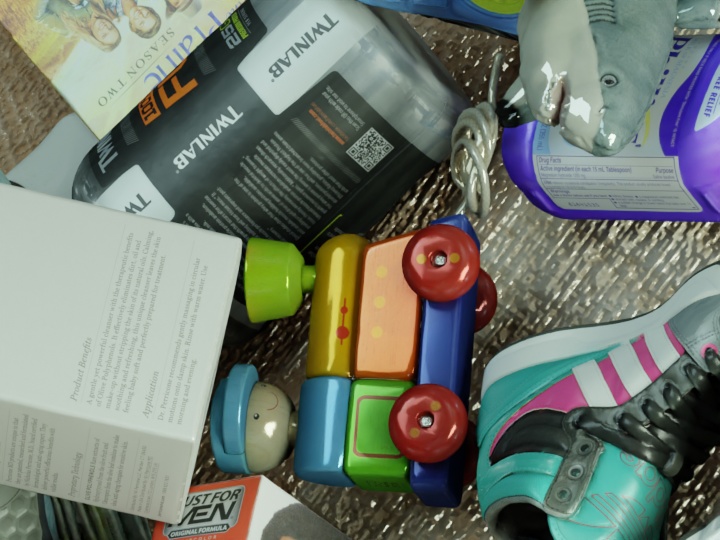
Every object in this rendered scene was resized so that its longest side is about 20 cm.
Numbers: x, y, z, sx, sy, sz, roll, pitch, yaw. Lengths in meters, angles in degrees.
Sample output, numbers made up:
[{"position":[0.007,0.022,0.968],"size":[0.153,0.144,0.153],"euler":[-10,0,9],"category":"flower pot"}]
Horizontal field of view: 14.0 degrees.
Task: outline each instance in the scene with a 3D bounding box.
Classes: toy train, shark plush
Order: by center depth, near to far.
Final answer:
[{"position":[0.132,-0.113,1.273],"size":[0.083,0.091,0.200],"euler":[23,37,32],"category":"shark plush"},{"position":[0.000,0.000,1.293],"size":[0.115,0.085,0.201],"euler":[2,77,9],"category":"toy train"}]

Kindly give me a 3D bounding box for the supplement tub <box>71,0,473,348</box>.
[{"position":[-0.053,-0.049,1.410],"size":[0.200,0.122,0.123],"euler":[-43,41,8],"category":"supplement tub"}]

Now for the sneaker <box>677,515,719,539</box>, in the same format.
[{"position":[0.188,0.103,1.126],"size":[0.086,0.080,0.200],"euler":[39,98,38],"category":"sneaker"}]

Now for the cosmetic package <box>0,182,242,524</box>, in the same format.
[{"position":[-0.159,0.025,1.244],"size":[0.199,0.085,0.108],"euler":[14,58,-1],"category":"cosmetic package"}]

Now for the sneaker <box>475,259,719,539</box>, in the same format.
[{"position":[0.121,0.071,1.188],"size":[0.200,0.084,0.121],"euler":[-23,42,40],"category":"sneaker"}]

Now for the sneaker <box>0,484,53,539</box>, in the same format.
[{"position":[-0.199,0.115,1.376],"size":[0.077,0.203,0.146],"euler":[-32,30,-24],"category":"sneaker"}]

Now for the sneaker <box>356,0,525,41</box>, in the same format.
[{"position":[0.035,-0.146,1.361],"size":[0.083,0.199,0.071],"euler":[-174,101,-77],"category":"sneaker"}]

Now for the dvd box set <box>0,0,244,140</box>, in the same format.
[{"position":[-0.115,-0.151,1.542],"size":[0.146,0.029,0.200],"euler":[-44,70,8],"category":"dvd box set"}]

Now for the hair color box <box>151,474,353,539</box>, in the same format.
[{"position":[-0.053,0.200,1.242],"size":[0.061,0.101,0.201],"euler":[-13,54,37],"category":"hair color box"}]

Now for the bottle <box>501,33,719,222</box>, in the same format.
[{"position":[0.156,-0.062,1.270],"size":[0.200,0.065,0.084],"euler":[3,57,44],"category":"bottle"}]

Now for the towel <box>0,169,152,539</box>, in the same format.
[{"position":[-0.164,0.042,1.413],"size":[0.048,0.172,0.200],"euler":[-21,38,-15],"category":"towel"}]

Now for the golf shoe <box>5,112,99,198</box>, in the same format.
[{"position":[-0.200,-0.013,1.542],"size":[0.078,0.094,0.200],"euler":[22,75,50],"category":"golf shoe"}]
